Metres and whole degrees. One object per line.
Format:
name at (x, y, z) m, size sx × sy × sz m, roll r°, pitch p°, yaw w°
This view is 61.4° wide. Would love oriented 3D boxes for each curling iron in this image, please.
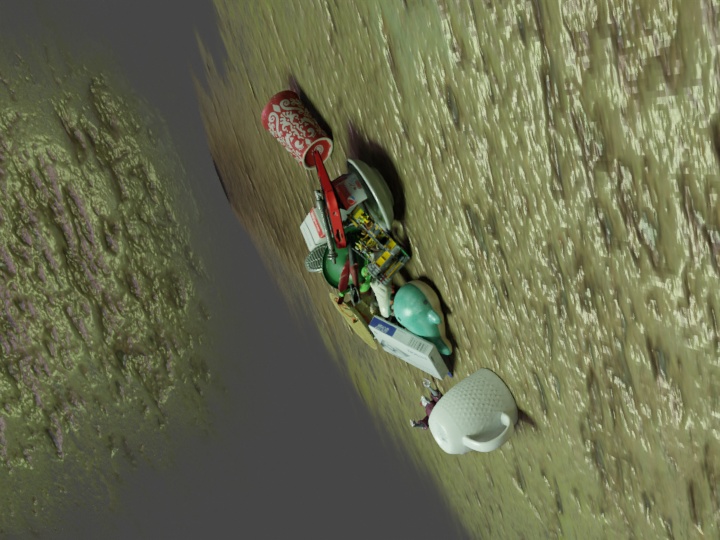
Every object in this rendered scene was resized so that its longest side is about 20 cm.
curling iron at (-0.016, -0.009, 1.502) m, size 0.050 × 0.025 × 0.205 m, roll 71°, pitch -167°, yaw -60°

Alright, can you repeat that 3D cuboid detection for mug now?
mug at (-0.160, -0.390, 1.716) m, size 0.201 × 0.175 × 0.135 m, roll 49°, pitch 120°, yaw 25°
mug at (0.261, 0.340, 1.372) m, size 0.199 × 0.172 × 0.151 m, roll 26°, pitch 138°, yaw 60°

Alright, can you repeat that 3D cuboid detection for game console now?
game console at (-0.074, -0.170, 1.498) m, size 0.202 × 0.030 × 0.180 m, roll 81°, pitch 174°, yaw -54°

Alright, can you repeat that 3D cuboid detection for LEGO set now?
LEGO set at (0.021, -0.053, 1.507) m, size 0.154 × 0.116 × 0.200 m, roll 45°, pitch -177°, yaw 35°

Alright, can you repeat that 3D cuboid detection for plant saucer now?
plant saucer at (0.035, -0.191, 1.466) m, size 0.203 × 0.049 × 0.200 m, roll 60°, pitch 175°, yaw 8°

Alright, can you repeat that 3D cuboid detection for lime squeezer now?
lime squeezer at (0.001, 0.009, 1.554) m, size 0.070 × 0.203 × 0.038 m, roll 31°, pitch 141°, yaw -10°

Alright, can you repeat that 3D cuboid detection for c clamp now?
c clamp at (-0.086, -0.105, 1.496) m, size 0.171 × 0.026 × 0.205 m, roll -114°, pitch 11°, yaw -72°

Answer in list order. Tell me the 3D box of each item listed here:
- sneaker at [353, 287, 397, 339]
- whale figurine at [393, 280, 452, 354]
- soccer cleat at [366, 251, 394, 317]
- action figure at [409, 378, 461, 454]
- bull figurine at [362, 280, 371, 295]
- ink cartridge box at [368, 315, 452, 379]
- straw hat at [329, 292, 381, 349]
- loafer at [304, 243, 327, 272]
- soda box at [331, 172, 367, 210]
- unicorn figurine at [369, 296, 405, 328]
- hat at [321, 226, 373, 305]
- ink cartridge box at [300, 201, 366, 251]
sneaker at (0.030, 0.120, 1.761) m, size 0.080 × 0.127 × 0.203 m, roll -122°, pitch 13°, yaw -58°
whale figurine at (0.152, 0.128, 1.508) m, size 0.204 × 0.102 × 0.159 m, roll 64°, pitch 160°, yaw -6°
soccer cleat at (0.051, 0.036, 1.579) m, size 0.070 × 0.075 × 0.204 m, roll 82°, pitch -173°, yaw -51°
action figure at (0.225, 0.403, 1.713) m, size 0.146 × 0.137 × 0.200 m, roll 25°, pitch -175°, yaw -17°
bull figurine at (-0.005, 0.051, 1.884) m, size 0.201 × 0.064 × 0.123 m, roll 55°, pitch 162°, yaw 32°
ink cartridge box at (0.132, 0.213, 1.580) m, size 0.197 × 0.041 × 0.201 m, roll 24°, pitch 160°, yaw 36°
straw hat at (0.008, 0.113, 1.676) m, size 0.201 × 0.085 × 0.202 m, roll 47°, pitch 166°, yaw 14°
loafer at (-0.066, -0.043, 1.756) m, size 0.070 × 0.195 × 0.077 m, roll 56°, pitch -167°, yaw -67°
soda box at (-0.040, -0.200, 1.530) m, size 0.071 × 0.063 × 0.200 m, roll 59°, pitch 175°, yaw -12°
unicorn figurine at (0.082, 0.089, 1.644) m, size 0.202 × 0.073 × 0.137 m, roll 53°, pitch -157°, yaw -3°
hat at (0.000, 0.000, 1.610) m, size 0.164 × 0.204 × 0.175 m, roll 26°, pitch 180°, yaw -35°
ink cartridge box at (-0.080, -0.138, 1.725) m, size 0.085 × 0.142 × 0.200 m, roll 65°, pitch 160°, yaw 5°
